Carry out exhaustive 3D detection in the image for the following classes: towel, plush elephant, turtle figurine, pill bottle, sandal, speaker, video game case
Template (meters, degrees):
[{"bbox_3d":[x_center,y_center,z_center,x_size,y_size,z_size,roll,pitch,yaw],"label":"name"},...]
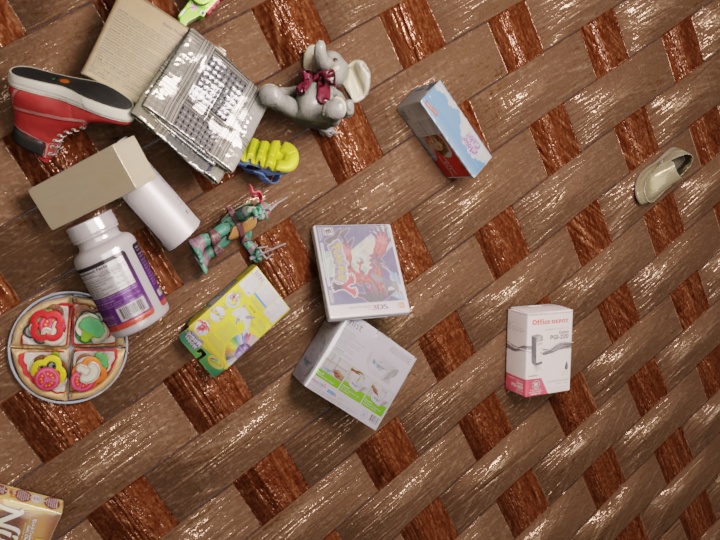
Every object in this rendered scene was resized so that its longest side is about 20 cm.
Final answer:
[{"bbox_3d":[-0.266,-0.280,1.049,0.192,0.034,0.203,39,67,-33],"label":"towel"},{"bbox_3d":[-0.071,-0.353,1.147,0.161,0.200,0.159,13,91,15],"label":"plush elephant"},{"bbox_3d":[-0.226,-0.075,1.155,0.198,0.101,0.151,-32,148,-16],"label":"turtle figurine"},{"bbox_3d":[-0.426,0.004,1.064,0.110,0.111,0.204,-27,106,-18],"label":"pill bottle"},{"bbox_3d":[-0.216,-0.215,1.151,0.196,0.087,0.081,22,63,-5],"label":"sandal"},{"bbox_3d":[-0.379,-0.136,1.086,0.081,0.081,0.201,-43,111,-13],"label":"speaker"},{"bbox_3d":[0.000,0.000,1.249,0.178,0.023,0.205,-3,67,-23],"label":"video game case"}]

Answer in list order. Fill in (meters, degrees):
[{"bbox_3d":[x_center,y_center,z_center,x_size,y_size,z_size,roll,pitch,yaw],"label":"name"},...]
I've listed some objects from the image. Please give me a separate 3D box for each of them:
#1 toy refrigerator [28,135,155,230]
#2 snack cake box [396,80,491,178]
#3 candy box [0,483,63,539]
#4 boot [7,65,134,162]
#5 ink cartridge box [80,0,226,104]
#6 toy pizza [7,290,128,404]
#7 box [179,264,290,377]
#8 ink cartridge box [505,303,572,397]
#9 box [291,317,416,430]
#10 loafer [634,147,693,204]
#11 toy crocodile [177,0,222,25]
[{"bbox_3d":[-0.441,-0.144,1.007,0.196,0.070,0.077,-20,109,22],"label":"toy refrigerator"},{"bbox_3d":[0.178,-0.293,1.295,0.067,0.115,0.201,-45,111,-12],"label":"snack cake box"},{"bbox_3d":[-0.636,0.437,1.052,0.197,0.055,0.118,27,85,-24],"label":"candy box"},{"bbox_3d":[-0.474,-0.239,1.011,0.195,0.073,0.147,13,123,-8],"label":"boot"},{"bbox_3d":[-0.360,-0.359,1.072,0.197,0.075,0.168,28,83,-23],"label":"ink cartridge box"},{"bbox_3d":[-0.517,0.139,1.084,0.195,0.032,0.206,-3,97,-23],"label":"toy pizza"},{"bbox_3d":[-0.247,0.099,1.191,0.200,0.048,0.118,-43,111,-16],"label":"box"},{"bbox_3d":[0.434,0.191,1.482,0.142,0.084,0.206,-3,96,-23],"label":"ink cartridge box"},{"bbox_3d":[-0.011,0.201,1.279,0.198,0.096,0.179,35,81,-23],"label":"box"},{"bbox_3d":[0.795,-0.252,1.597,0.200,0.068,0.076,-46,111,-12],"label":"loafer"},{"bbox_3d":[-0.260,-0.512,1.102,0.062,0.067,0.202,40,80,-23],"label":"toy crocodile"}]
